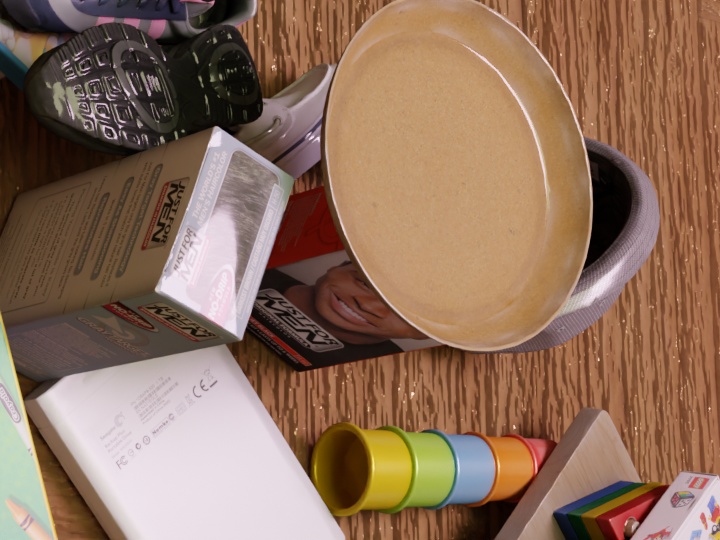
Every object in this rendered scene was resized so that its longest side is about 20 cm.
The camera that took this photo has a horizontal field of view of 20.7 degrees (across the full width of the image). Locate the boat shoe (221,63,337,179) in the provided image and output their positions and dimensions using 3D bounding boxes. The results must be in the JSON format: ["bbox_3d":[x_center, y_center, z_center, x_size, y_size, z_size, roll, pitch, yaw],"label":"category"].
[{"bbox_3d":[-0.072,-0.080,1.227,0.200,0.073,0.067,-49,115,-35],"label":"boat shoe"}]

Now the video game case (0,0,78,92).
[{"bbox_3d":[-0.187,-0.208,1.147,0.143,0.018,0.201,46,47,-56],"label":"video game case"}]

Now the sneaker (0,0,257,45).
[{"bbox_3d":[-0.132,-0.170,1.144,0.200,0.082,0.070,-6,94,-65],"label":"sneaker"}]

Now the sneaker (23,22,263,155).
[{"bbox_3d":[-0.135,-0.094,1.126,0.200,0.091,0.076,-9,84,-63],"label":"sneaker"}]

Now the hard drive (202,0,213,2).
[{"bbox_3d":[-0.102,-0.230,1.174,0.140,0.033,0.200,46,19,-3],"label":"hard drive"}]

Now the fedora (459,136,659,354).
[{"bbox_3d":[0.107,-0.006,1.336,0.200,0.177,0.090,-34,138,-20],"label":"fedora"}]

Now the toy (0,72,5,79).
[{"bbox_3d":[-0.241,-0.205,1.126,0.115,0.047,0.200,-43,109,-37],"label":"toy"}]

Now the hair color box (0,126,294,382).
[{"bbox_3d":[-0.131,-0.004,1.078,0.061,0.200,0.099,33,62,-31],"label":"hair color box"}]

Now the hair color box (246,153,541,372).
[{"bbox_3d":[0.000,0.000,1.189,0.101,0.200,0.061,39,58,-27],"label":"hair color box"}]

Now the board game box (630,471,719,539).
[{"bbox_3d":[0.195,0.243,1.292,0.200,0.035,0.127,-45,124,-37],"label":"board game box"}]

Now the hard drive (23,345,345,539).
[{"bbox_3d":[-0.102,0.122,1.192,0.132,0.027,0.200,-42,108,-38],"label":"hard drive"}]

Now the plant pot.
[{"bbox_3d":[0.050,-0.053,1.092,0.200,0.027,0.201,11,73,-38],"label":"plant pot"}]

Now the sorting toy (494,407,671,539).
[{"bbox_3d":[0.170,0.234,1.342,0.199,0.069,0.200,-51,127,-34],"label":"sorting toy"}]

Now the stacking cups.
[{"bbox_3d":[0.057,0.134,1.314,0.200,0.060,0.061,7,77,-44],"label":"stacking cups"}]

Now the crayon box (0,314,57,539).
[{"bbox_3d":[-0.225,0.095,1.032,0.058,0.119,0.201,-15,90,-41],"label":"crayon box"}]
